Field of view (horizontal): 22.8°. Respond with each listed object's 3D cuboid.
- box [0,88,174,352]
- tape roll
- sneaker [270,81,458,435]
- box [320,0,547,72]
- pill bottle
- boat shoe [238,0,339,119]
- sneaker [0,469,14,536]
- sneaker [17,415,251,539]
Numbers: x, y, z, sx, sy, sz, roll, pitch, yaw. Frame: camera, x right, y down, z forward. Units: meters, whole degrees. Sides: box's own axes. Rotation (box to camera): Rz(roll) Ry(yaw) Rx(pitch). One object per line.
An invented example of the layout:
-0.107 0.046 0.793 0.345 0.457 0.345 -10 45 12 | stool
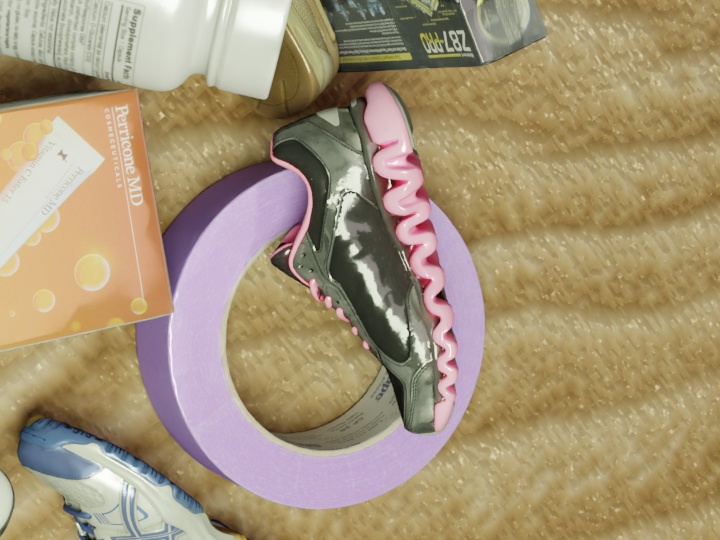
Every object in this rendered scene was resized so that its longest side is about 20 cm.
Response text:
-0.214 -0.020 0.944 0.199 0.097 0.125 -13 99 -23 | box
-0.028 0.035 1.051 0.199 0.066 0.201 -2 94 -24 | tape roll
0.000 0.000 0.997 0.095 0.079 0.201 -13 100 0 | sneaker
0.012 -0.190 0.975 0.049 0.200 0.162 -25 103 -20 | box
-0.134 -0.159 0.929 0.199 0.113 0.114 13 89 -5 | pill bottle
-0.075 -0.186 1.017 0.201 0.071 0.065 64 34 -17 | boat shoe
-0.256 0.104 0.882 0.199 0.115 0.076 6 63 -29 | sneaker
-0.124 0.163 1.013 0.200 0.075 0.088 40 79 -21 | sneaker
